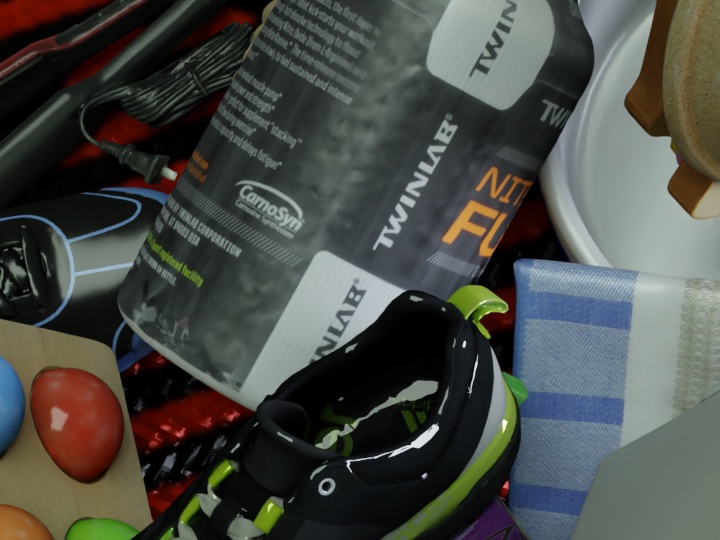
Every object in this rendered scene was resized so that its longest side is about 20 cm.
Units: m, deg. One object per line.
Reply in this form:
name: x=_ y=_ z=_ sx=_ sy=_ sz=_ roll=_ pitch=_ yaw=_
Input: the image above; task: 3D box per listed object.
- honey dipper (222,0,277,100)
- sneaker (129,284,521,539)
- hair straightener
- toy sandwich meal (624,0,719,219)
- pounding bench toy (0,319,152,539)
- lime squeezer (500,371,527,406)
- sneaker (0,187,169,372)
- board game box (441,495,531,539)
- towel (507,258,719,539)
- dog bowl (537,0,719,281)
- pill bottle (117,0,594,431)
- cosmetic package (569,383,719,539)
honey dipper: x=0.000 y=-0.132 z=1.095 sx=0.038 sy=0.038 sz=0.200 roll=15 pitch=60 yaw=12
sneaker: x=-0.034 y=0.072 z=0.905 sx=0.200 sy=0.083 sz=0.072 roll=-41 pitch=56 yaw=-19
hair straightener: x=-0.084 y=-0.063 z=1.108 sx=0.200 sy=0.041 sz=0.077 roll=-32 pitch=71 yaw=-7
toy sandwich meal: x=0.152 y=-0.108 z=0.921 sx=0.205 sy=0.205 sz=0.070 roll=-42 pitch=58 yaw=-6
pounding bench toy: x=-0.144 y=0.129 z=0.977 sx=0.156 sy=0.124 sz=0.200 roll=-24 pitch=69 yaw=27
lime squeezer: x=0.004 y=0.107 z=1.024 sx=0.200 sy=0.071 sz=0.038 roll=-39 pitch=64 yaw=26
sneaker: x=-0.153 y=0.017 z=1.056 sx=0.200 sy=0.078 sz=0.070 roll=-21 pitch=72 yaw=9
board game box: x=-0.025 y=0.147 z=0.917 sx=0.200 sy=0.120 sz=0.032 roll=-38 pitch=96 yaw=0
towel: x=0.145 y=0.073 z=0.986 sx=0.200 sy=0.147 sz=0.024 roll=10 pitch=33 yaw=13
dog bowl: x=0.162 y=-0.046 z=1.042 sx=0.200 sy=0.079 sz=0.200 roll=-2 pitch=72 yaw=7
pill bottle: x=0.009 y=-0.049 z=0.987 sx=0.106 sy=0.106 sz=0.200 roll=31 pitch=97 yaw=16
cosmetic package: x=0.114 y=0.112 z=0.886 sx=0.113 sy=0.200 sz=0.081 roll=-33 pitch=104 yaw=33
